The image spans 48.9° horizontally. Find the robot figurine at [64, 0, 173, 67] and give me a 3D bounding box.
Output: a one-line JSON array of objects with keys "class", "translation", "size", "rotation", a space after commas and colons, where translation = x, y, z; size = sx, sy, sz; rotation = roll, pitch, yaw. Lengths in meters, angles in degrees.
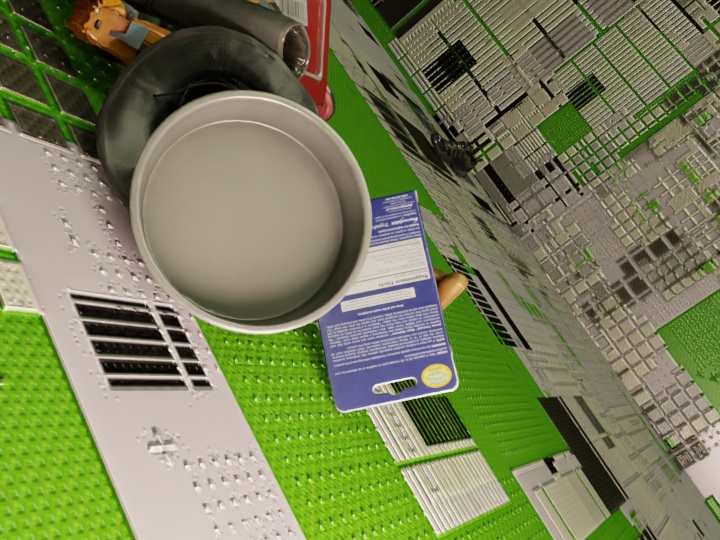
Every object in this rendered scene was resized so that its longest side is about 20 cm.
[{"class": "robot figurine", "translation": [-0.187, -0.210, 0.797], "size": [0.200, 0.058, 0.145], "rotation": [23, 6, -35]}]

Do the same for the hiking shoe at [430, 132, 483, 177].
[{"class": "hiking shoe", "translation": [0.296, -0.379, 2.462], "size": [0.200, 0.101, 0.076], "rotation": [38, 21, -40]}]

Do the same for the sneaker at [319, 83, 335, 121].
[{"class": "sneaker", "translation": [-0.127, -0.312, 1.285], "size": [0.200, 0.074, 0.087], "rotation": [46, 31, -7]}]

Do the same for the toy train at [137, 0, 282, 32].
[{"class": "toy train", "translation": [-0.172, -0.289, 0.968], "size": [0.200, 0.085, 0.114], "rotation": [-21, 74, -40]}]

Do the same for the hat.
[{"class": "hat", "translation": [-0.139, -0.114, 0.717], "size": [0.201, 0.201, 0.081], "rotation": [52, -22, 1]}]

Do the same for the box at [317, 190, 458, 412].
[{"class": "box", "translation": [0.016, 0.030, 0.769], "size": [0.032, 0.121, 0.200], "rotation": [76, 2, -74]}]

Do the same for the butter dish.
[{"class": "butter dish", "translation": [-0.149, -0.347, 1.156], "size": [0.200, 0.148, 0.200], "rotation": [6, 88, -53]}]

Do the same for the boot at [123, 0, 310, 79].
[{"class": "boot", "translation": [-0.156, -0.252, 0.745], "size": [0.200, 0.073, 0.182], "rotation": [34, 9, 13]}]

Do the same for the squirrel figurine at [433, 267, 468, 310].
[{"class": "squirrel figurine", "translation": [0.000, 0.000, 0.891], "size": [0.187, 0.142, 0.200], "rotation": [41, 3, -1]}]

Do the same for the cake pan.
[{"class": "cake pan", "translation": [-0.088, -0.047, 0.649], "size": [0.200, 0.200, 0.037], "rotation": [50, -24, -9]}]
